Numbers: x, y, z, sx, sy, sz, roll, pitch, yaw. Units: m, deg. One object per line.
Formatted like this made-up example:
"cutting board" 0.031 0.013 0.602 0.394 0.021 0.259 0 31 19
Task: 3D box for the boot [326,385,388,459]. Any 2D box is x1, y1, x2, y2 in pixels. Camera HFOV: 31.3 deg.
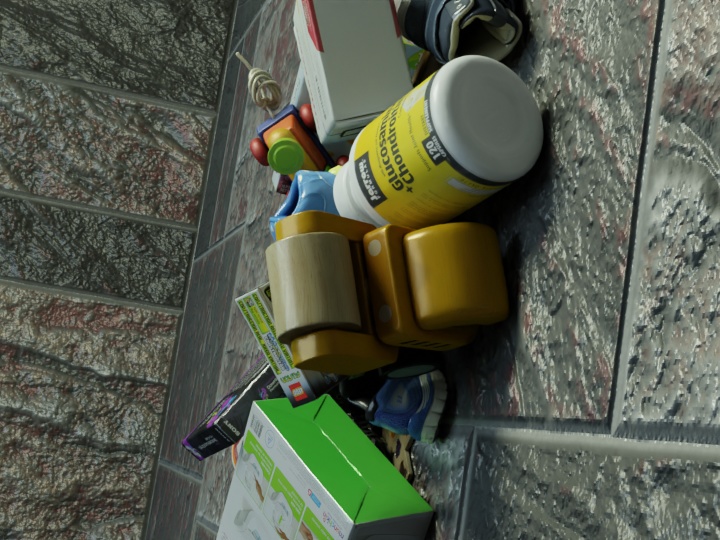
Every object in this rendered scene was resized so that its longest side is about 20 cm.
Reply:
"boot" -0.001 0.150 1.336 0.138 0.077 0.200 177 96 -67

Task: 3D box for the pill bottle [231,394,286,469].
"pill bottle" -0.082 0.192 1.538 0.200 0.109 0.110 123 154 -57

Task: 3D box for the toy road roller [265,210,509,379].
"toy road roller" 0.032 0.012 1.076 0.146 0.200 0.123 -22 69 37

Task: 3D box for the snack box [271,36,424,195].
"snack box" -0.010 -0.173 1.456 0.053 0.142 0.200 -114 37 -67

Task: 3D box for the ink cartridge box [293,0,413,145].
"ink cartridge box" -0.010 -0.212 1.269 0.200 0.083 0.146 -179 76 -85

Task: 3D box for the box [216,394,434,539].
"box" -0.043 0.248 1.234 0.200 0.097 0.177 42 124 46

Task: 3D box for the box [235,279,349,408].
"box" -0.014 0.031 1.165 0.035 0.200 0.110 -25 95 44

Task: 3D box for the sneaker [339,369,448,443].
"sneaker" 0.025 0.088 1.235 0.200 0.089 0.079 -105 29 -65

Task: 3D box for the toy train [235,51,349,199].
"toy train" -0.082 -0.138 1.372 0.085 0.200 0.116 -33 16 10

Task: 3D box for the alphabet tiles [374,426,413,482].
"alphabet tiles" 0.025 0.179 1.341 0.200 0.006 0.167 -100 25 -55

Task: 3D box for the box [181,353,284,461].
"box" -0.118 0.134 1.375 0.143 0.036 0.200 -47 3 -21

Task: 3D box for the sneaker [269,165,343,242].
"sneaker" -0.047 -0.008 1.268 0.076 0.105 0.200 -170 89 -72

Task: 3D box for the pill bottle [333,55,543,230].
"pill bottle" 0.059 -0.097 1.118 0.200 0.112 0.112 -32 47 53

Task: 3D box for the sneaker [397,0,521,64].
"sneaker" 0.115 -0.281 1.171 0.202 0.077 0.146 -66 26 19

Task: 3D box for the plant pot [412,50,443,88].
"plant pot" 0.057 -0.163 1.329 0.200 0.027 0.200 -159 90 -86
